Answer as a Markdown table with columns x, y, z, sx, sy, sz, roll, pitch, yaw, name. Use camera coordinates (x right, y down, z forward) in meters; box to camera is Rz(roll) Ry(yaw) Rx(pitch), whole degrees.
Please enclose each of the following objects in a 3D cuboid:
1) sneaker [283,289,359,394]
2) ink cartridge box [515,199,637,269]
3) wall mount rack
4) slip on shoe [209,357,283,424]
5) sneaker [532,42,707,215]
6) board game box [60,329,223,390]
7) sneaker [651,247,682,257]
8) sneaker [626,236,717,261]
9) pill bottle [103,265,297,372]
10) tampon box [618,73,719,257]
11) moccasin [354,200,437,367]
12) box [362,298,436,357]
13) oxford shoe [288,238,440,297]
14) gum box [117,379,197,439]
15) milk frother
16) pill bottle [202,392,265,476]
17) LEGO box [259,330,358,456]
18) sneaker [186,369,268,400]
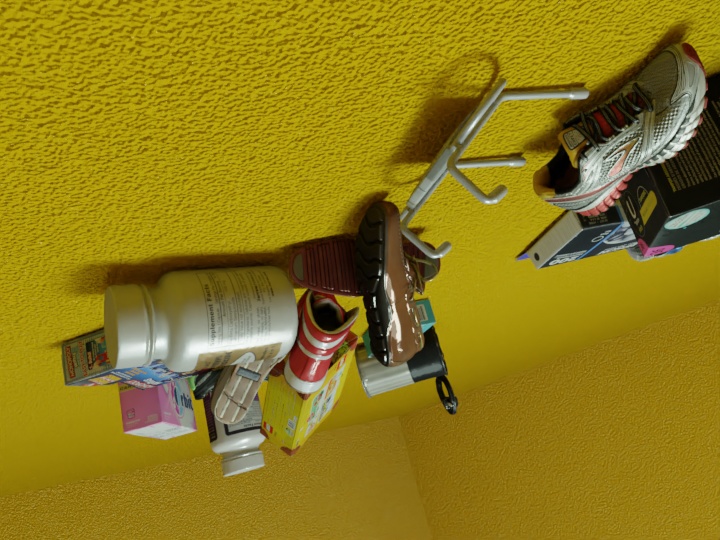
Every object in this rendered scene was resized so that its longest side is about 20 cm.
| x | y | z | sx | sy | sz | roll | pitch | yaw | name |
| --- | --- | --- | --- | --- | --- | --- | --- | --- | --- |
| -0.047 | 0.053 | 0.782 | 0.071 | 0.201 | 0.113 | 19 | 121 | -9 | sneaker |
| 0.376 | -0.054 | 0.958 | 0.196 | 0.044 | 0.200 | -11 | 162 | -15 | ink cartridge box |
| 0.117 | -0.103 | 0.562 | 0.174 | 0.074 | 0.200 | -50 | 178 | -27 | wall mount rack |
| -0.163 | 0.133 | 0.914 | 0.076 | 0.201 | 0.060 | 29 | 178 | -29 | slip on shoe |
| 0.238 | -0.124 | 0.569 | 0.081 | 0.078 | 0.200 | 5 | 143 | -20 | sneaker |
| -0.303 | 0.118 | 0.861 | 0.198 | 0.062 | 0.200 | -14 | 162 | -4 | board game box |
| 0.425 | -0.077 | 0.778 | 0.089 | 0.079 | 0.200 | -1 | -157 | 38 | sneaker |
| 0.541 | -0.080 | 0.991 | 0.099 | 0.079 | 0.200 | -12 | 172 | -31 | sneaker |
| -0.183 | 0.056 | 0.694 | 0.199 | 0.115 | 0.114 | -4 | 158 | -32 | pill bottle |
| 0.388 | -0.119 | 0.641 | 0.198 | 0.127 | 0.150 | -19 | 161 | 12 | tampon box |
| 0.043 | 0.016 | 0.695 | 0.077 | 0.203 | 0.074 | -21 | -157 | -22 | moccasin |
| 0.071 | 0.117 | 1.189 | 0.082 | 0.050 | 0.200 | -9 | 160 | -19 | box |
| 0.000 | 0.000 | 0.763 | 0.198 | 0.071 | 0.075 | 1 | 174 | -23 | oxford shoe |
| -0.348 | 0.224 | 1.047 | 0.066 | 0.114 | 0.200 | -14 | 161 | -3 | gum box |
| 0.109 | 0.248 | 1.367 | 0.187 | 0.202 | 0.181 | -18 | 166 | 8 | milk frother |
| -0.251 | 0.299 | 1.207 | 0.110 | 0.202 | 0.112 | -13 | 162 | -4 | pill bottle |
| -0.091 | 0.199 | 1.038 | 0.149 | 0.077 | 0.201 | -42 | 157 | -43 | LEGO box |
| -0.237 | 0.209 | 1.137 | 0.199 | 0.085 | 0.076 | 3 | 160 | -42 | sneaker |
